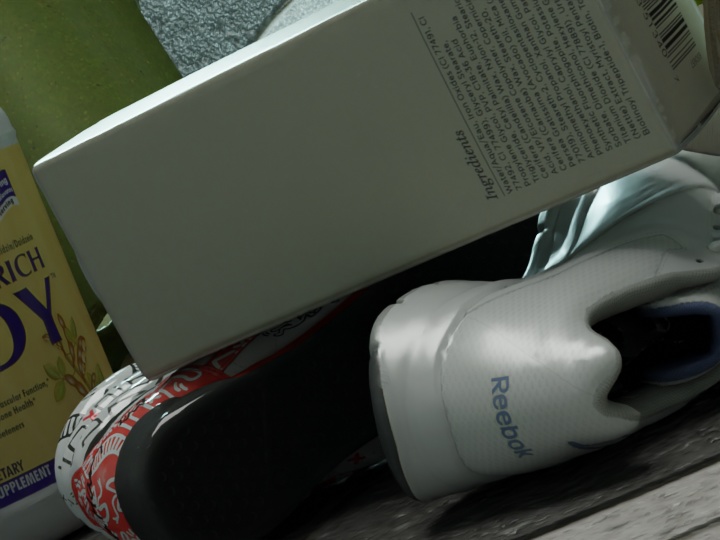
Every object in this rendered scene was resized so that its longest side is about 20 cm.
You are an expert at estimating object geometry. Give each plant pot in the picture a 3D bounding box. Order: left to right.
[{"bbox_3d":[-0.137,-0.040,1.155,0.200,0.190,0.200,-33,-27,-19],"label":"plant pot"}]

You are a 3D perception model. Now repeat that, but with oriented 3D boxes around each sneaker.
[{"bbox_3d":[-0.009,0.033,0.875,0.201,0.068,0.108,-28,10,-25],"label":"sneaker"},{"bbox_3d":[0.085,0.012,0.783,0.087,0.075,0.200,-5,23,36],"label":"sneaker"}]

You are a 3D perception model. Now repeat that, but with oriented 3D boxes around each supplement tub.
[{"bbox_3d":[-0.182,0.016,1.015,0.145,0.201,0.145,-22,6,2],"label":"supplement tub"}]

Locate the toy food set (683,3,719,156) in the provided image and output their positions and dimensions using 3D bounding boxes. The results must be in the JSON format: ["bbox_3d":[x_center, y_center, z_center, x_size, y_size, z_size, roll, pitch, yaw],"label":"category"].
[{"bbox_3d":[0.196,-0.058,0.870,0.143,0.061,0.200,9,14,22],"label":"toy food set"}]

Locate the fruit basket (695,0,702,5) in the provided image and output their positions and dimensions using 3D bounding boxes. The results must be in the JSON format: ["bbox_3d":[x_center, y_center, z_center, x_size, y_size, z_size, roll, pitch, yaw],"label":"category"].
[{"bbox_3d":[0.159,-0.152,1.063,0.215,0.216,0.156,-15,35,51],"label":"fruit basket"}]

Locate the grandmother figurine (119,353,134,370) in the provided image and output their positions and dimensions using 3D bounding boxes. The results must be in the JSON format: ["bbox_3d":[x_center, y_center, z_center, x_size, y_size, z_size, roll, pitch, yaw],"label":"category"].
[{"bbox_3d":[-0.032,0.033,1.024,0.121,0.061,0.200,-35,8,-27],"label":"grandmother figurine"}]

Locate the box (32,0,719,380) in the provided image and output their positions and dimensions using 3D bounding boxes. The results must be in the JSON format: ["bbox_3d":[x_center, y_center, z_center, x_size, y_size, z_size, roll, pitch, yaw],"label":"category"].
[{"bbox_3d":[0.005,-0.043,0.795,0.199,0.082,0.068,-22,11,29],"label":"box"}]

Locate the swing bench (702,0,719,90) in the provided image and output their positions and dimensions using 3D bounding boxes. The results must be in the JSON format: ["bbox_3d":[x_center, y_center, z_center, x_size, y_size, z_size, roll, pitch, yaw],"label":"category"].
[{"bbox_3d":[0.230,-0.122,0.749,0.199,0.130,0.199,15,29,33],"label":"swing bench"}]
